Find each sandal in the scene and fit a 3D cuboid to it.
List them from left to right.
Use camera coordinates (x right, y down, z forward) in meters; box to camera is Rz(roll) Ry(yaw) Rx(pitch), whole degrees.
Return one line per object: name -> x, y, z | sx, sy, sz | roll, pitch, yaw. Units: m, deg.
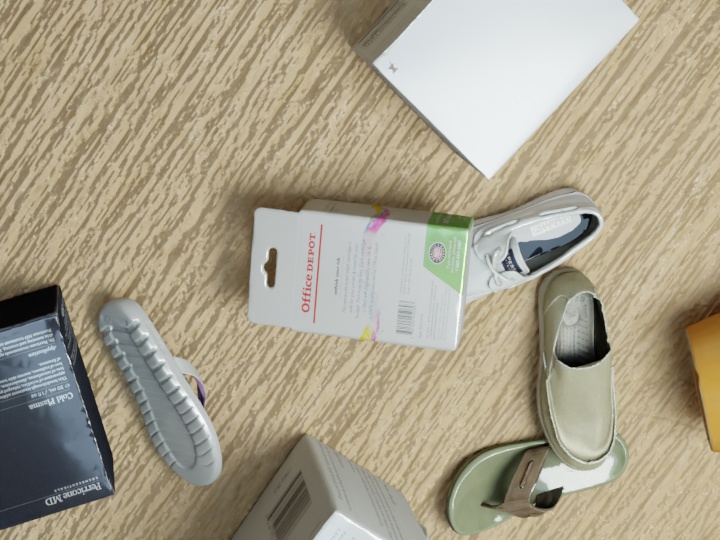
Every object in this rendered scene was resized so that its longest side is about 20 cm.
sandal -> -0.177, 0.110, 1.526 | 0.050, 0.082, 0.204 | -40, 113, -44
sandal -> 0.178, 0.209, 1.616 | 0.199, 0.057, 0.080 | -20, 107, -5

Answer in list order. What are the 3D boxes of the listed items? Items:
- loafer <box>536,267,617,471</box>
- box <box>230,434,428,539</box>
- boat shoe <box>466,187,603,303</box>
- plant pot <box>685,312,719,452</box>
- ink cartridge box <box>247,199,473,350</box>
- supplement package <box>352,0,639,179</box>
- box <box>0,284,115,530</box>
loafer -> 0.211, 0.100, 1.573 | 0.075, 0.068, 0.202 | -10, 95, -7
box -> -0.042, 0.296, 1.524 | 0.130, 0.199, 0.201 | 32, 97, -16
boat shoe -> 0.139, -0.019, 1.544 | 0.199, 0.065, 0.074 | -31, 109, -1
plant pot -> 0.420, 0.100, 1.574 | 0.181, 0.200, 0.202 | -13, 107, 9
ink cartridge box -> 0.000, 0.000, 1.499 | 0.198, 0.067, 0.118 | 7, 104, 7
supplement package -> 0.121, -0.215, 1.465 | 0.156, 0.111, 0.200 | 43, 94, -17
box -> -0.345, 0.136, 1.475 | 0.198, 0.104, 0.184 | -16, 106, -6
